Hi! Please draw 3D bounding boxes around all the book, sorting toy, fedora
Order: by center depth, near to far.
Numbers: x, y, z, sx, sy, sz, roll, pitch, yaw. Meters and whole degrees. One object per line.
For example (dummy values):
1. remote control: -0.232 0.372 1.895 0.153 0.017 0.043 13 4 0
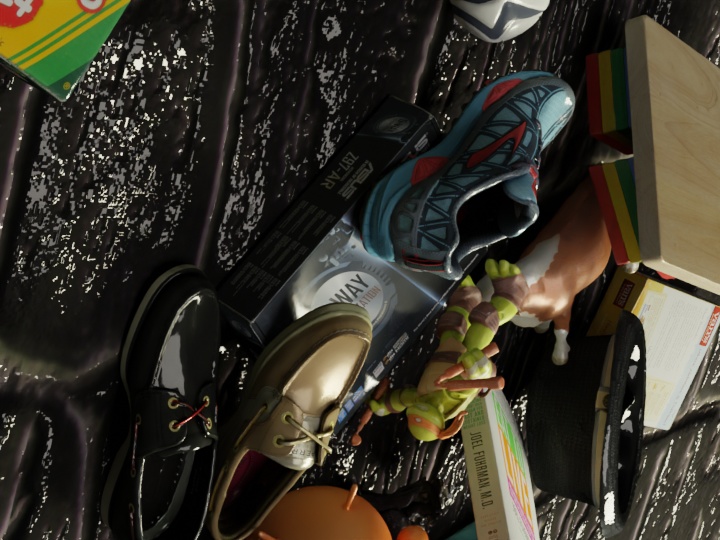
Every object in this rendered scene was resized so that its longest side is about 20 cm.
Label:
1. book: 0.111 0.181 1.142 0.048 0.201 0.134 -16 134 10
2. sorting toy: 0.257 -0.084 1.172 0.199 0.069 0.201 16 69 -52
3. fedora: 0.201 0.134 1.250 0.200 0.091 0.203 5 90 -70

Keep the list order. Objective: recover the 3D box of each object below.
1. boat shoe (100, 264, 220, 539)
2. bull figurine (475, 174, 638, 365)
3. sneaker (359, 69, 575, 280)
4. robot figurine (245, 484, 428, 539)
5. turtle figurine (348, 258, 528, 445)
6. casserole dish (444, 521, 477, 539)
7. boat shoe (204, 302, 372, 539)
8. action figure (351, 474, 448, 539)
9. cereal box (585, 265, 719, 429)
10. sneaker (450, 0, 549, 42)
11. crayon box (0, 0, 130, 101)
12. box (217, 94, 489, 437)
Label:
1. boat shoe: -0.120 0.097 0.913 0.073 0.063 0.204 -3 113 -43
2. bull figurine: 0.171 0.001 1.190 0.200 0.065 0.122 -44 141 -20
3. sneaker: 0.095 -0.059 0.963 0.200 0.095 0.080 -43 140 -23
4. robot figurine: -0.028 0.243 1.032 0.117 0.142 0.202 -66 156 -46
5. turtle figurine: 0.076 0.069 1.053 0.064 0.200 0.162 37 58 -14
6. casserole dish: 0.091 0.295 1.304 0.199 0.039 0.122 -25 130 -39
7. boat shoe: -0.049 0.108 0.941 0.073 0.067 0.201 13 126 -35
8. action figure: 0.038 0.235 1.155 0.119 0.102 0.200 -39 107 3
9. cereal box: 0.286 0.082 1.396 0.199 0.039 0.145 17 99 -53
10. sneaker: 0.135 -0.265 0.964 0.198 0.079 0.130 -36 146 -15
11. crayon box: -0.148 -0.204 0.698 0.201 0.051 0.127 -59 143 -4
12. box: 0.000 0.000 1.005 0.200 0.043 0.161 -49 142 -17
